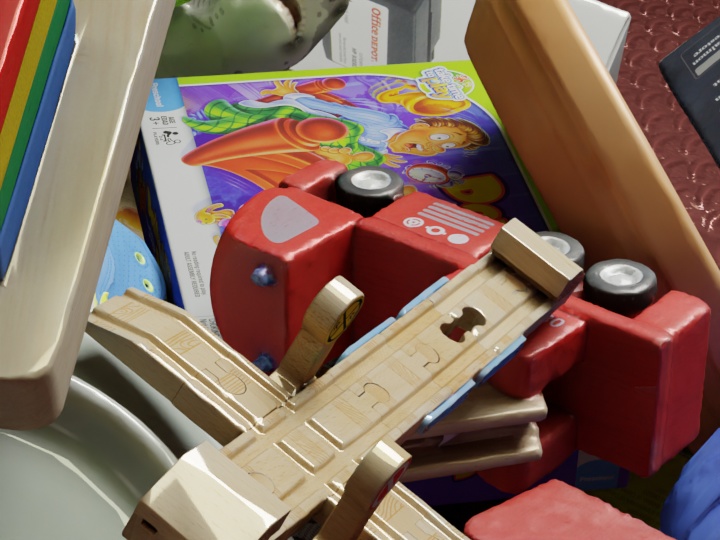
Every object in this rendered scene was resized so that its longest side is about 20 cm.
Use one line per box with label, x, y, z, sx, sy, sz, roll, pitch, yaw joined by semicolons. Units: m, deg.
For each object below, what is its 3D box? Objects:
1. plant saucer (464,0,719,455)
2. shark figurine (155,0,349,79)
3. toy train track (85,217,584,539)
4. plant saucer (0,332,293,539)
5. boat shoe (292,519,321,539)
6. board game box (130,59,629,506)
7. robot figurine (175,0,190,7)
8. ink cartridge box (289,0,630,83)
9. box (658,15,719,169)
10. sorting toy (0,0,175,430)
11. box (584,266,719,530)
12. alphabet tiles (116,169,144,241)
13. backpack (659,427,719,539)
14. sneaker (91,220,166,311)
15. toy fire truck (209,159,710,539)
plant saucer;0.087;-0.015;0.751;0.201;0.037;0.200;59;8;-14
shark figurine;-0.096;-0.112;0.920;0.214;0.129;0.090;21;40;17
toy train track;0.011;0.019;0.536;0.115;0.033;0.200;38;29;11
plant saucer;-0.082;0.073;0.479;0.199;0.050;0.201;19;48;-23
boat shoe;-0.060;0.085;0.568;0.202;0.075;0.075;-3;36;-49
board game box;0.000;0.000;0.779;0.134;0.045;0.200;-5;35;-11
robot figurine;-0.152;-0.097;0.802;0.199;0.116;0.175;-21;4;2
ink cartridge box;0.012;-0.100;1.021;0.199;0.084;0.145;24;-4;6
box;0.237;-0.015;0.932;0.197;0.117;0.200;48;12;-22
sorting toy;-0.142;-0.079;0.496;0.198;0.070;0.201;8;53;4
box;0.109;0.043;0.870;0.122;0.048;0.200;25;21;9
alphabet tiles;-0.061;0.001;0.873;0.166;0.006;0.200;24;21;8
backpack;0.175;0.084;0.605;0.163;0.200;0.168;52;20;-11
sneaker;-0.090;0.016;0.709;0.105;0.076;0.200;6;24;-36
toy fire truck;0.021;0.038;0.623;0.199;0.049;0.141;22;35;32
